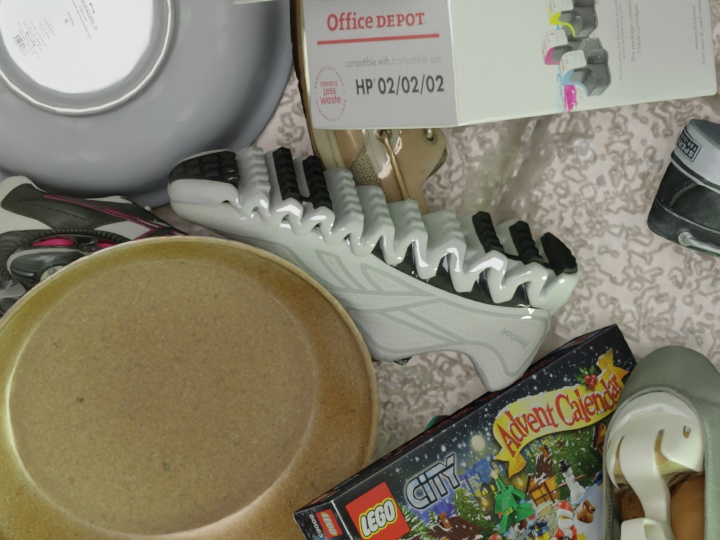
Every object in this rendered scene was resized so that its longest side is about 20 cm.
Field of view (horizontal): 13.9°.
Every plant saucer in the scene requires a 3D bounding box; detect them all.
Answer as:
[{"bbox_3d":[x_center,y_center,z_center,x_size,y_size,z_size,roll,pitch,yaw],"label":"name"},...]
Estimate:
[{"bbox_3d":[-0.091,0.067,1.387,0.199,0.035,0.201,-5,117,-10],"label":"plant saucer"}]

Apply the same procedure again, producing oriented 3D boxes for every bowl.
[{"bbox_3d":[-0.133,-0.125,1.441,0.200,0.090,0.202,0,94,3],"label":"bowl"}]

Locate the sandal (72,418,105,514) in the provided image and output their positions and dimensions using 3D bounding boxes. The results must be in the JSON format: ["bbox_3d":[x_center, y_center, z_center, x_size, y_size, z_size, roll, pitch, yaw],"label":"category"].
[{"bbox_3d":[-0.160,0.016,1.466,0.069,0.078,0.212,-27,76,-32],"label":"sandal"}]

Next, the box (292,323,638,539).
[{"bbox_3d":[0.078,0.129,1.416,0.200,0.038,0.137,-30,94,-36],"label":"box"}]

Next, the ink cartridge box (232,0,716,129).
[{"bbox_3d":[0.053,-0.103,1.371,0.199,0.115,0.068,-8,96,-36],"label":"ink cartridge box"}]

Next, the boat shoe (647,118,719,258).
[{"bbox_3d":[0.236,-0.006,1.437,0.198,0.074,0.068,19,110,-12],"label":"boat shoe"}]

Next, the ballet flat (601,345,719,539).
[{"bbox_3d":[0.140,0.113,1.377,0.067,0.064,0.201,-11,57,24],"label":"ballet flat"}]

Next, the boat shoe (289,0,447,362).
[{"bbox_3d":[0.010,-0.058,1.452,0.064,0.071,0.201,-14,104,-1],"label":"boat shoe"}]

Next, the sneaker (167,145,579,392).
[{"bbox_3d":[0.000,0.000,1.397,0.199,0.075,0.081,18,112,-7],"label":"sneaker"}]

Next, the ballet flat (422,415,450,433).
[{"bbox_3d":[0.065,0.170,1.465,0.070,0.067,0.201,-26,95,43],"label":"ballet flat"}]

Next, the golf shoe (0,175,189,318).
[{"bbox_3d":[-0.090,0.003,1.441,0.199,0.088,0.077,18,124,-32],"label":"golf shoe"}]
